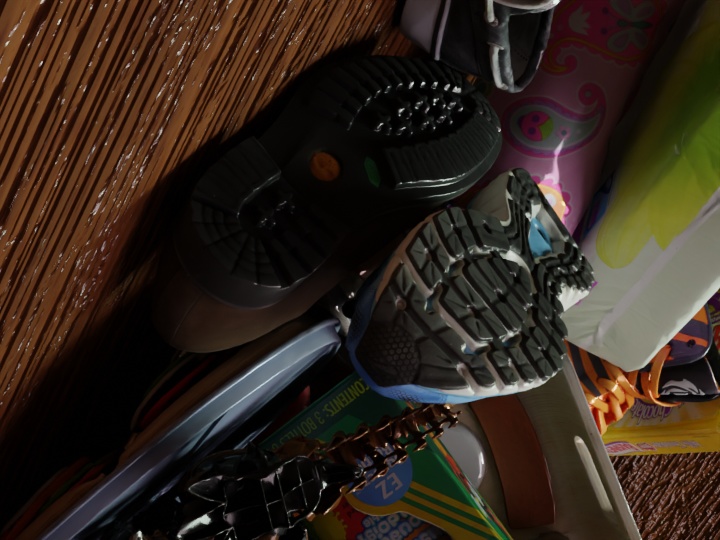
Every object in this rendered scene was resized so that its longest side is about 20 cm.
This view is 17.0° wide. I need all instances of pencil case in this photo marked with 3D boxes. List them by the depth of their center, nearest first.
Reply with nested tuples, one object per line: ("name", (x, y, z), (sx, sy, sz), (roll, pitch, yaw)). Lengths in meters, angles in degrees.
("pencil case", (0.096, -0.101, 1.105), (0.201, 0.087, 0.087), (-62, 169, 2))

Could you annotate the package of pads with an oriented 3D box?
("package of pads", (0.164, -0.067, 1.119), (0.200, 0.068, 0.155), (-54, -169, 52))

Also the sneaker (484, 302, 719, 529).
("sneaker", (0.116, 0.063, 1.185), (0.078, 0.111, 0.201), (63, 42, -59))

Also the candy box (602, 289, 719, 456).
("candy box", (0.172, 0.050, 1.303), (0.103, 0.026, 0.200), (-68, -164, -13))

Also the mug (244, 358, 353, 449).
("mug", (-0.070, 0.136, 1.198), (0.200, 0.178, 0.133), (-45, -156, -18))

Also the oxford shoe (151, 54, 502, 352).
("oxford shoe", (-0.018, -0.029, 0.967), (0.200, 0.073, 0.084), (-31, 166, -44))

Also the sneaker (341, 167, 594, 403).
("sneaker", (0.034, 0.023, 0.979), (0.090, 0.079, 0.200), (-35, 178, 21))

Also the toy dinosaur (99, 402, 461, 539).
("toy dinosaur", (-0.051, 0.104, 0.958), (0.200, 0.102, 0.136), (-52, -160, -10))

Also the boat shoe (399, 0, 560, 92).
("boat shoe", (0.063, -0.132, 0.955), (0.074, 0.068, 0.200), (-48, 168, -28))

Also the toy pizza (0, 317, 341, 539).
("toy pizza", (-0.090, 0.078, 1.002), (0.200, 0.032, 0.200), (-39, 174, -5))

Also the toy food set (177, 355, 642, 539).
("toy food set", (0.027, 0.134, 1.112), (0.199, 0.144, 0.060), (-23, -161, 2))

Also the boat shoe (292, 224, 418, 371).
("boat shoe", (0.000, 0.000, 1.104), (0.072, 0.076, 0.200), (-53, 171, -9))

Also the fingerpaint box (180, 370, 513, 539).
("fingerpaint box", (-0.024, 0.164, 1.046), (0.200, 0.167, 0.073), (-36, 177, 3))
